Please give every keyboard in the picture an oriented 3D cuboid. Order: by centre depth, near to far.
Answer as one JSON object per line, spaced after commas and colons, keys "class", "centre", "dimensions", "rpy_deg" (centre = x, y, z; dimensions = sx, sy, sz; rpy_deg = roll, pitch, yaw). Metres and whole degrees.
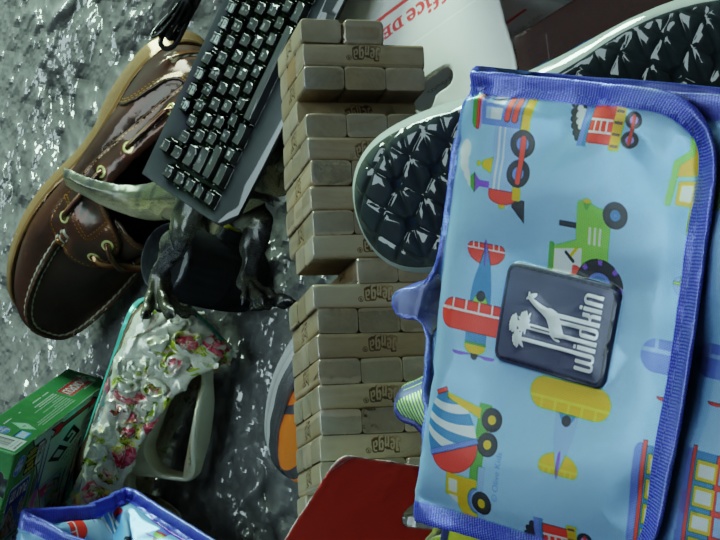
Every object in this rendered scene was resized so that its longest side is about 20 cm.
{"class": "keyboard", "centre": [-0.052, -0.130, 0.848], "dimensions": [0.127, 0.021, 0.201], "rpy_deg": [33, 98, 48]}

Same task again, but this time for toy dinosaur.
{"class": "toy dinosaur", "centre": [-0.072, -0.022, 0.877], "dimensions": [0.199, 0.047, 0.089], "rpy_deg": [-11, 80, 41]}

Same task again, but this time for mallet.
{"class": "mallet", "centre": [-0.036, -0.064, 0.934], "dimensions": [0.041, 0.066, 0.200], "rpy_deg": [41, 99, 38]}

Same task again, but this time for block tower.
{"class": "block tower", "centre": [0.000, 0.000, 0.750], "dimensions": [0.058, 0.054, 0.201], "rpy_deg": [137, 131, -73]}

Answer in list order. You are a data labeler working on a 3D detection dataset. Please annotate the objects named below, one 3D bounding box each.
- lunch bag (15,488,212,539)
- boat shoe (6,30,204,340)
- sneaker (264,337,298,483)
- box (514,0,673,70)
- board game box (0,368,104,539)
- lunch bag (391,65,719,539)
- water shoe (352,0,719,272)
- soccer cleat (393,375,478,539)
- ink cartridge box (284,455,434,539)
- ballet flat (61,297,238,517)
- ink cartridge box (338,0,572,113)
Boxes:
{"class": "lunch bag", "centre": [-0.080, 0.215, 0.871], "dimensions": [0.199, 0.094, 0.151], "rpy_deg": [21, 101, 27]}
{"class": "boat shoe", "centre": [-0.133, -0.036, 1.004], "dimensions": [0.201, 0.070, 0.070], "rpy_deg": [-58, 43, 24]}
{"class": "sneaker", "centre": [0.035, 0.053, 0.799], "dimensions": [0.200, 0.077, 0.112], "rpy_deg": [-51, 49, 29]}
{"class": "box", "centre": [0.156, -0.082, 0.687], "dimensions": [0.200, 0.075, 0.101], "rpy_deg": [-31, 56, 42]}
{"class": "board game box", "centre": [-0.184, 0.135, 0.966], "dimensions": [0.029, 0.200, 0.135], "rpy_deg": [15, 98, 3]}
{"class": "lunch bag", "centre": [0.104, 0.018, 0.568], "dimensions": [0.199, 0.094, 0.152], "rpy_deg": [8, 98, 28]}
{"class": "water shoe", "centre": [0.094, -0.053, 0.637], "dimensions": [0.199, 0.079, 0.072], "rpy_deg": [-13, 95, 18]}
{"class": "soccer cleat", "centre": [0.068, 0.116, 0.699], "dimensions": [0.083, 0.065, 0.201], "rpy_deg": [-12, 115, 14]}
{"class": "ink cartridge box", "centre": [0.016, 0.174, 0.738], "dimensions": [0.201, 0.162, 0.050], "rpy_deg": [-59, 41, 22]}
{"class": "ballet flat", "centre": [-0.120, 0.109, 0.974], "dimensions": [0.064, 0.076, 0.201], "rpy_deg": [25, 111, 13]}
{"class": "ink cartridge box", "centre": [0.037, -0.147, 0.837], "dimensions": [0.117, 0.067, 0.201], "rpy_deg": [-30, 62, 42]}
